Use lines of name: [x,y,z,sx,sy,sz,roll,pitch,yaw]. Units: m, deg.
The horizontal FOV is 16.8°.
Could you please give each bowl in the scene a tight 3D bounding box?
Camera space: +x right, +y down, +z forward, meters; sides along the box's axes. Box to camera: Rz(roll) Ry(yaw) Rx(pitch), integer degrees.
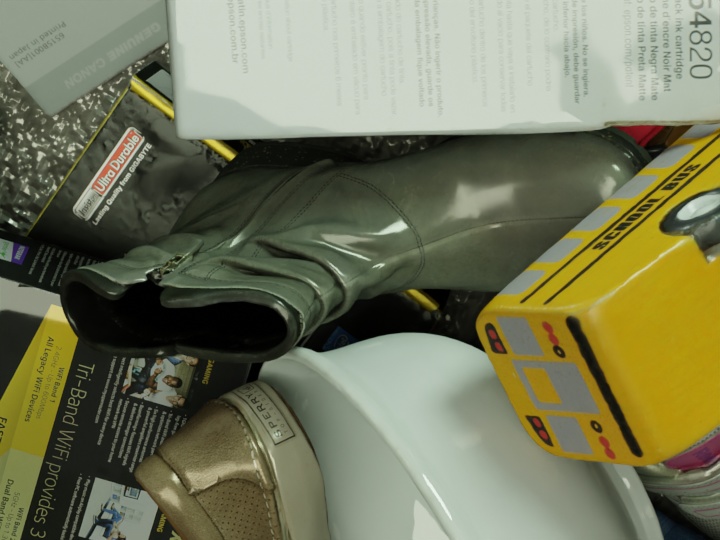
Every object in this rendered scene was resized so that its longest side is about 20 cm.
bowl: [0.050,0.100,0.902,0.090,0.201,0.202,-28,101,-17]

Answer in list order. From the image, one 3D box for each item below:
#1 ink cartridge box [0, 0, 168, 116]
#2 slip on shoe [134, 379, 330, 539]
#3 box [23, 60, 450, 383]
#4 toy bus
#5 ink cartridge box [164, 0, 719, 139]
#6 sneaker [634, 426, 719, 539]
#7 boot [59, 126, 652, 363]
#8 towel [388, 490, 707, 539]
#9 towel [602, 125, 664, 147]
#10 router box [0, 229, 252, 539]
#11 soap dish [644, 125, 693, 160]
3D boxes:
ink cartridge box: [-0.100,-0.180,0.972,0.200,0.044,0.174,-31,123,16]
slip on shoe: [-0.041,0.128,0.949,0.060,0.076,0.200,-28,141,-18]
box: [-0.082,0.039,1.025,0.159,0.049,0.200,36,108,-3]
toy bus: [0.137,-0.015,0.841,0.078,0.200,0.065,-1,123,54]
ink cartridge box: [0.028,-0.145,0.837,0.199,0.041,0.200,0,109,7]
sneaker: [0.134,0.062,0.961,0.081,0.088,0.200,-40,114,17]
boot: [0.000,0.000,0.882,0.199,0.131,0.068,-2,112,30]
towel: [0.080,0.135,0.994,0.200,0.049,0.112,34,99,15]
towel: [0.080,-0.151,0.862,0.145,0.022,0.200,-41,100,17]
router box: [-0.142,0.089,0.985,0.157,0.052,0.201,17,109,-5]
soap dish: [0.069,-0.126,0.925,0.199,0.081,0.158,25,109,-5]
